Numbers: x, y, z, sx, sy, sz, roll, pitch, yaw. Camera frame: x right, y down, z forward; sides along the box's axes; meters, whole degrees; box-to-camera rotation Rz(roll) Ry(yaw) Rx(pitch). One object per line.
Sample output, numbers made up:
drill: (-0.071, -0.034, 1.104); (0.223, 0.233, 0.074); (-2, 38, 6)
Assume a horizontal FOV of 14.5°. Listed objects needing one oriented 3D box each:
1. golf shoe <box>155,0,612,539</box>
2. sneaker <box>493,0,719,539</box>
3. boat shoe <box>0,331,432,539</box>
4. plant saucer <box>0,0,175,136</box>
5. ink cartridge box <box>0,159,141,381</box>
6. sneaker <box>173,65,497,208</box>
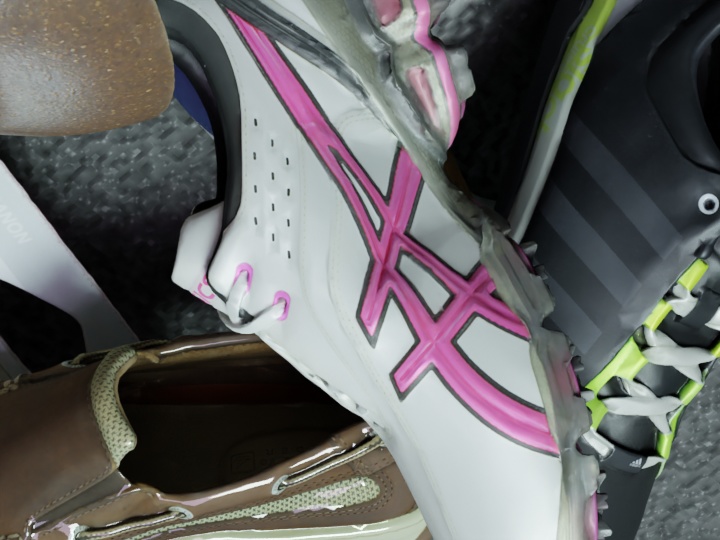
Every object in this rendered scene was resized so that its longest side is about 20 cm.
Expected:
golf shoe: (-0.001, 0.004, 0.732); (0.092, 0.200, 0.073); (-20, 173, -12)
sneaker: (0.081, -0.003, 0.784); (0.072, 0.083, 0.200); (15, 83, -45)
boat shoe: (-0.073, 0.047, 0.800); (0.202, 0.075, 0.075); (-9, 146, -7)
plant saucer: (-0.129, -0.096, 0.668); (0.037, 0.200, 0.200); (-48, 129, -17)
ink cartridge box: (-0.152, 0.035, 0.857); (0.174, 0.044, 0.200); (-27, 127, 10)
sneaker: (0.000, 0.000, 0.837); (0.088, 0.075, 0.200); (-37, 124, 18)
